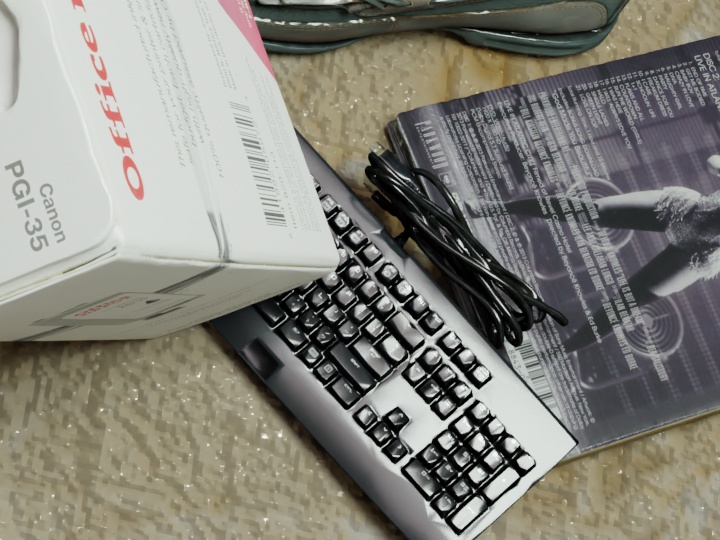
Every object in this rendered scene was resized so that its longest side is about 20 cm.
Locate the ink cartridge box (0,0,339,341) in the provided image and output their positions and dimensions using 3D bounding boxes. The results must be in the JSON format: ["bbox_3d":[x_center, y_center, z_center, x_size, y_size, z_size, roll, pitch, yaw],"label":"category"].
[{"bbox_3d":[-0.093,-0.057,0.755,0.083,0.200,0.147,-21,83,16],"label":"ink cartridge box"}]

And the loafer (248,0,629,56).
[{"bbox_3d":[0.017,-0.126,0.911,0.200,0.063,0.072,1,68,-21],"label":"loafer"}]

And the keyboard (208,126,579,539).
[{"bbox_3d":[0.000,0.000,0.857,0.104,0.040,0.200,-41,85,-22],"label":"keyboard"}]

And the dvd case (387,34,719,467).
[{"bbox_3d":[0.125,-0.016,0.934,0.200,0.016,0.149,-16,75,-24],"label":"dvd case"}]
